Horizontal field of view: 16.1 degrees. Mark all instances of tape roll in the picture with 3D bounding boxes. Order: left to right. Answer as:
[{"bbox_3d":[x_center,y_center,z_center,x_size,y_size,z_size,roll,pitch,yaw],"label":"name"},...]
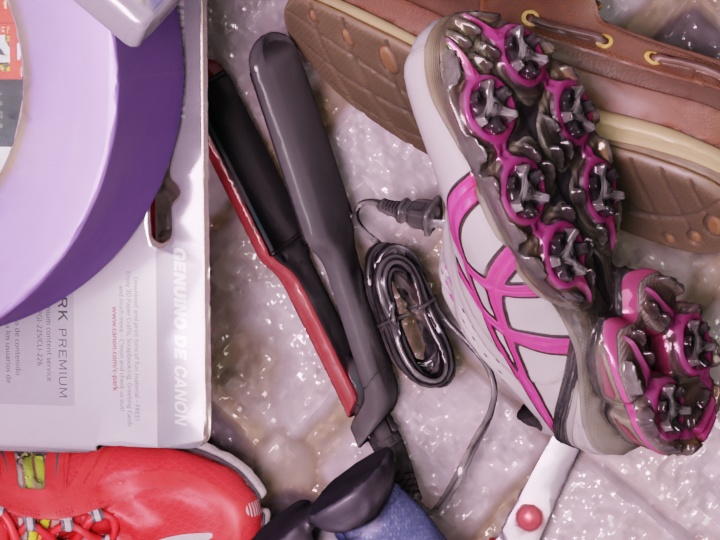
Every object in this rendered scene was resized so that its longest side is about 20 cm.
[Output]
[{"bbox_3d":[-0.169,-0.072,0.919,0.198,0.085,0.202,1,96,12],"label":"tape roll"}]

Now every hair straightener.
[{"bbox_3d":[0.000,0.000,0.997,0.077,0.041,0.201,-20,94,30],"label":"hair straightener"}]

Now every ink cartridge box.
[{"bbox_3d":[-0.132,-0.034,1.001,0.174,0.084,0.202,2,96,13],"label":"ink cartridge box"}]

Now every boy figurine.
[{"bbox_3d":[0.032,0.173,0.992,0.124,0.064,0.201,-31,96,12],"label":"boy figurine"}]

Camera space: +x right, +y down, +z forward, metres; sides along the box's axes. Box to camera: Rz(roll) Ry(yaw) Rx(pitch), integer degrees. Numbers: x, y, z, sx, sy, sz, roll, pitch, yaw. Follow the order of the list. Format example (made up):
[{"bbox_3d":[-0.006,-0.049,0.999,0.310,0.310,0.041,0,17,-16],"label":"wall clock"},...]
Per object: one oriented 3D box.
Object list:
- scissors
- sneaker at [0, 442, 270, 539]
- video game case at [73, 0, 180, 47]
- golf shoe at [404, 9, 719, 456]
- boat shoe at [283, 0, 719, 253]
[{"bbox_3d":[0.057,0.108,1.022,0.073,0.014,0.202,12,99,9],"label":"scissors"},{"bbox_3d":[-0.136,0.105,1.018,0.198,0.085,0.078,1,97,10],"label":"sneaker"},{"bbox_3d":[-0.097,-0.202,0.872,0.200,0.022,0.183,40,65,0],"label":"video game case"},{"bbox_3d":[0.056,-0.006,0.938,0.092,0.073,0.201,-3,129,38],"label":"golf shoe"},{"bbox_3d":[0.067,-0.074,0.982,0.199,0.072,0.068,23,65,15],"label":"boat shoe"}]
